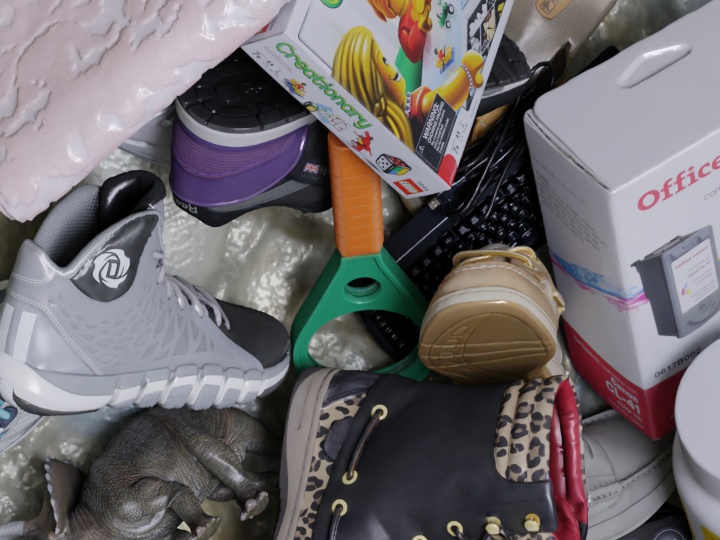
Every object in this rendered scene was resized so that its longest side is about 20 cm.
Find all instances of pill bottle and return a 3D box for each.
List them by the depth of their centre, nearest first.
[{"bbox_3d":[0.232,0.119,1.339,0.114,0.114,0.200,-43,148,-11],"label":"pill bottle"}]

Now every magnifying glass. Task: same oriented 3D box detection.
[{"bbox_3d":[0.000,0.000,1.273,0.080,0.022,0.200,-6,140,-2],"label":"magnifying glass"}]

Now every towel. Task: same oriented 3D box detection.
[{"bbox_3d":[-0.127,-0.150,1.160,0.200,0.191,0.032,-40,148,10],"label":"towel"}]

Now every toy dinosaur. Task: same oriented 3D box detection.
[{"bbox_3d":[-0.095,0.104,1.278,0.102,0.077,0.200,41,60,21],"label":"toy dinosaur"}]

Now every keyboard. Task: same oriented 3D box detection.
[{"bbox_3d":[0.080,-0.033,1.319,0.200,0.040,0.104,-42,134,-2],"label":"keyboard"}]

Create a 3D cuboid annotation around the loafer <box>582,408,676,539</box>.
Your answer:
[{"bbox_3d":[0.109,0.117,1.346,0.200,0.070,0.070,-31,133,-33],"label":"loafer"}]

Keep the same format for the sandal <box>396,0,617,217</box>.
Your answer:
[{"bbox_3d":[0.085,-0.114,1.335,0.080,0.054,0.200,40,82,-21],"label":"sandal"}]

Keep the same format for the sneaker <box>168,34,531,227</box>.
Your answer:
[{"bbox_3d":[-0.009,-0.077,1.264,0.200,0.076,0.088,-12,138,-25],"label":"sneaker"}]

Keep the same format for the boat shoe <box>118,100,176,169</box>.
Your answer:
[{"bbox_3d":[-0.113,-0.091,1.255,0.200,0.065,0.074,11,92,-22],"label":"boat shoe"}]

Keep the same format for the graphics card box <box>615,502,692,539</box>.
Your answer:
[{"bbox_3d":[0.139,0.241,1.403,0.125,0.051,0.200,-13,100,-18],"label":"graphics card box"}]

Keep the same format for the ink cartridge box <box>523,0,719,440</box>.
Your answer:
[{"bbox_3d":[0.180,-0.027,1.322,0.148,0.086,0.200,-31,138,-13],"label":"ink cartridge box"}]

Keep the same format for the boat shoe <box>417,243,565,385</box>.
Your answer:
[{"bbox_3d":[0.070,0.020,1.288,0.074,0.200,0.069,-3,74,7],"label":"boat shoe"}]

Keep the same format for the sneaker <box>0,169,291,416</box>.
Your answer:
[{"bbox_3d":[-0.097,0.007,1.229,0.200,0.075,0.116,-6,114,-51],"label":"sneaker"}]

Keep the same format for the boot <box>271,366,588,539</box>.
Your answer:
[{"bbox_3d":[0.035,0.142,1.243,0.073,0.150,0.200,41,48,-60],"label":"boot"}]

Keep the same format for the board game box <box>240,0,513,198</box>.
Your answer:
[{"bbox_3d":[0.022,-0.152,1.196,0.126,0.035,0.200,41,55,-35],"label":"board game box"}]

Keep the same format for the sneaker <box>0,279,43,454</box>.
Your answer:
[{"bbox_3d":[-0.208,0.084,1.229,0.200,0.086,0.078,-44,109,-11],"label":"sneaker"}]
